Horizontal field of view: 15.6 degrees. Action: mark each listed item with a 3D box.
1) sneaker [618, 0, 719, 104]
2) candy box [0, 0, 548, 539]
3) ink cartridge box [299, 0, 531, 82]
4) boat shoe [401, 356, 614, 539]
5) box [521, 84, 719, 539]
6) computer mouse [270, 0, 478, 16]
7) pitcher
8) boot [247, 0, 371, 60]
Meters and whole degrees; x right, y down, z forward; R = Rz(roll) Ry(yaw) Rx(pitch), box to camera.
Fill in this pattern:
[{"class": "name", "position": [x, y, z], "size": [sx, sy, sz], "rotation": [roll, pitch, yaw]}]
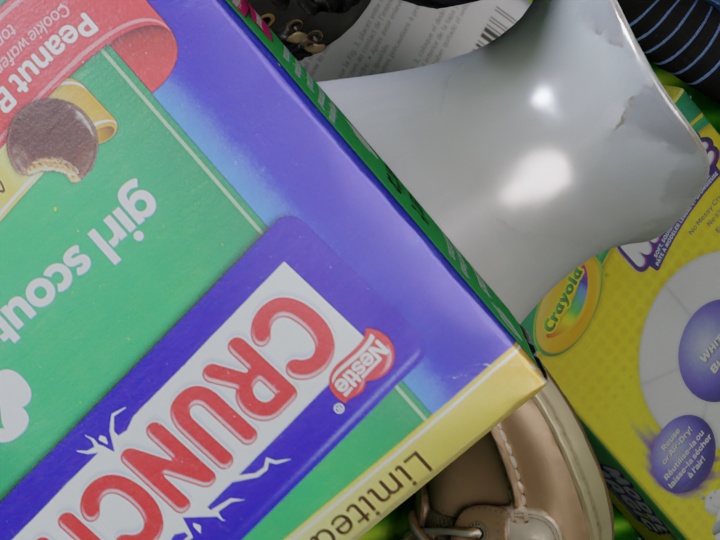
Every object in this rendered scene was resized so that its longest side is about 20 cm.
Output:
[{"class": "sneaker", "position": [0.120, -0.108, 0.953], "size": [0.200, 0.078, 0.070], "rotation": [38, 76, -50]}, {"class": "candy box", "position": [-0.078, 0.002, 0.693], "size": [0.169, 0.077, 0.200], "rotation": [-40, 101, 8]}, {"class": "ink cartridge box", "position": [-0.045, -0.039, 0.880], "size": [0.173, 0.043, 0.201], "rotation": [32, 82, -29]}, {"class": "boat shoe", "position": [0.051, 0.101, 0.940], "size": [0.064, 0.071, 0.201], "rotation": [-31, 113, -23]}, {"class": "box", "position": [0.115, 0.020, 0.978], "size": [0.200, 0.048, 0.117], "rotation": [46, 75, -25]}, {"class": "computer mouse", "position": [0.003, -0.122, 0.778], "size": [0.199, 0.053, 0.139], "rotation": [-5, 62, -50]}, {"class": "pitcher", "position": [0.000, 0.000, 0.825], "size": [0.199, 0.172, 0.122], "rotation": [-29, 77, -4]}, {"class": "boot", "position": [-0.065, -0.075, 0.795], "size": [0.138, 0.077, 0.201], "rotation": [35, 78, -34]}]
